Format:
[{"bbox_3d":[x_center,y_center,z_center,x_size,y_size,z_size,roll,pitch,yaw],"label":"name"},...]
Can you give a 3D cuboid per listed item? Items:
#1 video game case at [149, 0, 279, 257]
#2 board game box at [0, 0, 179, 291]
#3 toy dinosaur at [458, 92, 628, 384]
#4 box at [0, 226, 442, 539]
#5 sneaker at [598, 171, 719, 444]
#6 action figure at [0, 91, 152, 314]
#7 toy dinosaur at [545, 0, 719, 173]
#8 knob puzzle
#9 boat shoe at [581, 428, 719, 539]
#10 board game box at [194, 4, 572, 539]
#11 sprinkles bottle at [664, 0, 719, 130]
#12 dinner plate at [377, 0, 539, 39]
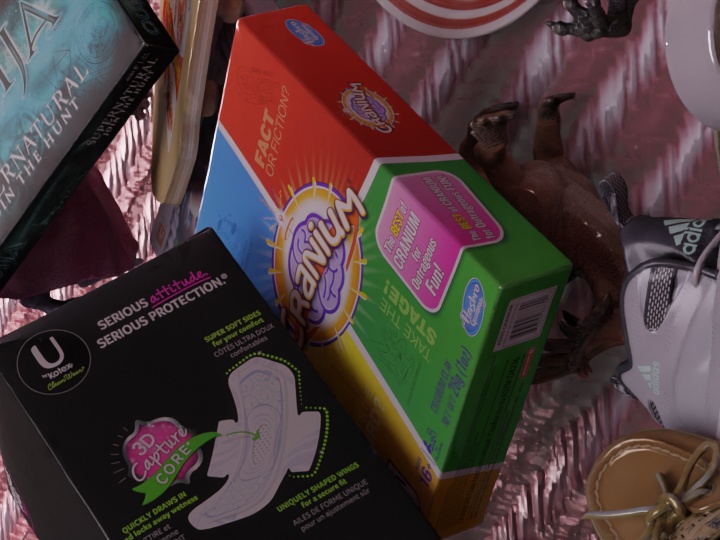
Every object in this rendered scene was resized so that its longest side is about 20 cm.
[{"bbox_3d":[-0.060,-0.033,1.033,0.200,0.023,0.183,60,139,48],"label":"video game case"},{"bbox_3d":[-0.191,-0.094,1.045,0.200,0.028,0.136,-50,59,25],"label":"board game box"},{"bbox_3d":[0.066,-0.006,0.881,0.199,0.085,0.137,-2,101,57],"label":"toy dinosaur"},{"bbox_3d":[-0.068,0.115,0.872,0.200,0.124,0.149,53,157,24],"label":"box"},{"bbox_3d":[0.154,-0.007,0.751,0.140,0.078,0.201,39,125,22],"label":"sneaker"},{"bbox_3d":[-0.197,-0.079,1.132,0.134,0.148,0.202,-145,36,-73],"label":"action figure"},{"bbox_3d":[0.119,-0.133,0.786,0.047,0.088,0.202,-8,89,51],"label":"toy dinosaur"},{"bbox_3d":[-0.088,-0.123,1.042,0.220,0.030,0.222,-176,90,-78],"label":"knob puzzle"},{"bbox_3d":[0.145,0.112,0.691,0.200,0.062,0.074,35,96,47],"label":"boat shoe"},{"bbox_3d":[0.000,0.000,0.863,0.200,0.040,0.154,47,137,35],"label":"board game box"},{"bbox_3d":[0.205,-0.094,0.702,0.199,0.068,0.069,-4,93,51],"label":"sprinkles bottle"},{"bbox_3d":[0.051,-0.211,0.909,0.199,0.024,0.202,12,106,49],"label":"dinner plate"}]
